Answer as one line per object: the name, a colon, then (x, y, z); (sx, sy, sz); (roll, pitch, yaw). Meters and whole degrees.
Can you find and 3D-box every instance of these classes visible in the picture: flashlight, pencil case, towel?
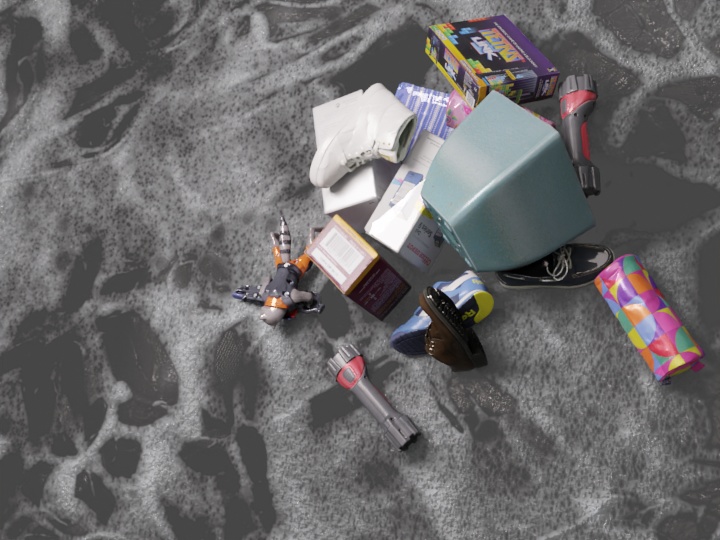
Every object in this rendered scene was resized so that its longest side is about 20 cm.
flashlight: (0.379, -0.228, 1.301); (0.066, 0.067, 0.206); (-11, 74, 31)
flashlight: (0.024, 0.219, 1.307); (0.067, 0.069, 0.200); (-31, 65, -29)
pencil case: (0.446, 0.075, 1.179); (0.087, 0.088, 0.203); (-31, 67, 9)
towel: (0.137, -0.271, 1.434); (0.196, 0.024, 0.148); (19, 82, 25)
pencil case: (0.243, -0.260, 1.344); (0.197, 0.087, 0.089); (28, 84, 17)

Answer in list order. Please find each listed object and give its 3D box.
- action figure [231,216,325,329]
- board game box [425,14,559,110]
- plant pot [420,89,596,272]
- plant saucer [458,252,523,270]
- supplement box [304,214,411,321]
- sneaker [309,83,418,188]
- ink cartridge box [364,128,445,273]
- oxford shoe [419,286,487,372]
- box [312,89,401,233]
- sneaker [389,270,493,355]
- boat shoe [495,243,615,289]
action figure: (-0.162, 0.011, 1.421); (0.194, 0.105, 0.198); (0, 64, 18)
board game box: (0.229, -0.370, 1.346); (0.161, 0.058, 0.202); (-15, 51, -18)
plant pot: (0.212, -0.116, 1.190); (0.198, 0.197, 0.196); (-38, 37, 0)
plant saucer: (0.256, -0.068, 1.281); (0.196, 0.035, 0.203); (-19, 39, 16)
supplement box: (0.000, 0.000, 1.304); (0.086, 0.200, 0.110); (-47, 64, 2)
sneaker: (0.009, -0.198, 1.250); (0.115, 0.073, 0.201); (41, 96, 29)
ink cartridge box: (0.111, -0.114, 1.318); (0.087, 0.145, 0.203); (34, 91, 30)
oxford shoe: (0.134, 0.106, 1.227); (0.083, 0.201, 0.074); (-23, 39, 15)
box: (0.001, -0.192, 1.378); (0.104, 0.152, 0.206); (-13, 73, 23)
sneaker: (0.135, 0.074, 1.303); (0.197, 0.074, 0.083); (-32, 43, 18)
boat shoe: (0.320, -0.014, 1.263); (0.194, 0.062, 0.077); (-3, 71, 20)
